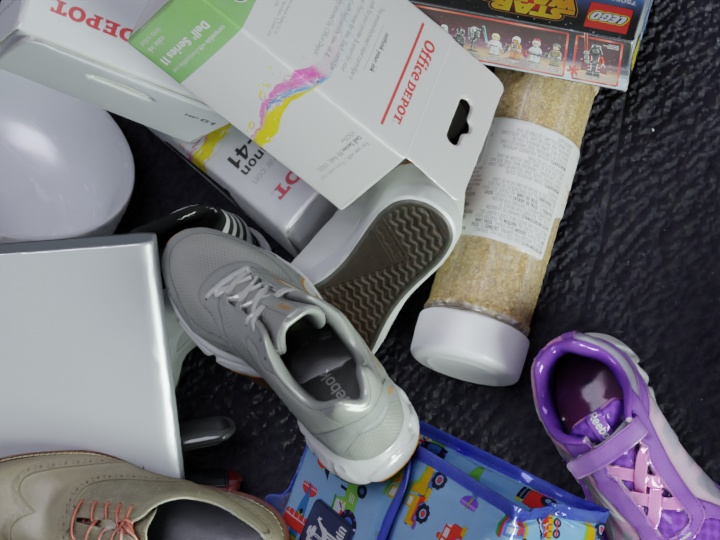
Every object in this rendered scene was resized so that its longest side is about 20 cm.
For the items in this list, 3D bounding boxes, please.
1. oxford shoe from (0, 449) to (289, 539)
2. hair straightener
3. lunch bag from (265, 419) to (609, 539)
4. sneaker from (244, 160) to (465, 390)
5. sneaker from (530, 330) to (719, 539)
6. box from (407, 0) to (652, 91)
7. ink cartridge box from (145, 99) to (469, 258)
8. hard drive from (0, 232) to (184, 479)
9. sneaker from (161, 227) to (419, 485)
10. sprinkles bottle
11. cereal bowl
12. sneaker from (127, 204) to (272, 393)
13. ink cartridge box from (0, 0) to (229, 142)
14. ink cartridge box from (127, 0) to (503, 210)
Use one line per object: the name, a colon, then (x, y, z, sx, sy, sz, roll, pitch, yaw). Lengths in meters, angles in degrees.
oxford shoe: (-0.140, 0.140, 1.512, 0.200, 0.075, 0.070, 5, 85, 0)
hair straightener: (-0.173, 0.101, 1.598, 0.200, 0.041, 0.077, -2, 106, 3)
lunch bag: (0.022, 0.167, 1.521, 0.200, 0.094, 0.151, 26, 101, 40)
sneaker: (0.000, 0.000, 1.592, 0.200, 0.073, 0.085, -41, 17, 35)
sneaker: (0.154, 0.113, 1.505, 0.080, 0.088, 0.200, -33, 66, 3)
box: (0.078, -0.178, 1.601, 0.200, 0.040, 0.137, 12, 40, 9)
ink cartridge box: (-0.055, -0.118, 1.657, 0.200, 0.086, 0.148, 40, 86, 27)
hard drive: (-0.175, 0.081, 1.557, 0.132, 0.026, 0.200, -4, 106, 3)
sneaker: (-0.044, 0.029, 1.490, 0.076, 0.092, 0.200, -42, 60, -14)
sprinkles bottle: (0.088, -0.033, 1.588, 0.068, 0.068, 0.200, 11, 75, 21)
cereal bowl: (-0.246, -0.057, 1.661, 0.200, 0.200, 0.083, 47, 130, 26)
sneaker: (-0.146, 0.035, 1.616, 0.076, 0.115, 0.201, 39, 87, 26)
ink cartridge box: (-0.125, -0.195, 1.576, 0.144, 0.085, 0.200, 21, 72, -20)
ink cartridge box: (-0.022, -0.119, 1.509, 0.067, 0.200, 0.117, -37, 21, 42)
